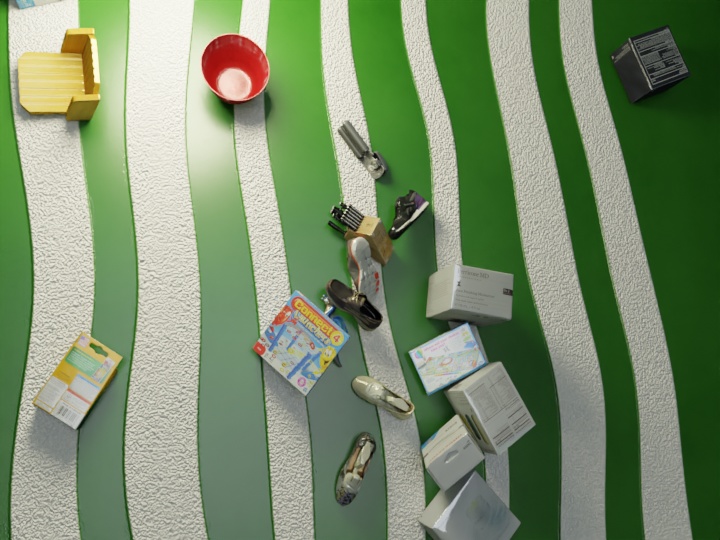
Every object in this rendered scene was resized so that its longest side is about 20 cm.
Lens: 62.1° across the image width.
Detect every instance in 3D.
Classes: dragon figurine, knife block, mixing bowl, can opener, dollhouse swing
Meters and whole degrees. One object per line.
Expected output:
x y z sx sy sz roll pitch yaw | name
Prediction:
-0.072 0.166 1.701 0.098 0.059 0.204 -29 86 -18 | dragon figurine
-0.007 -0.112 1.779 0.171 0.202 0.065 14 60 35 | knife block
-0.367 -0.565 1.740 0.193 0.108 0.208 3 77 -15 | mixing bowl
0.011 -0.374 1.847 0.202 0.053 0.067 54 39 0 | can opener
-0.804 -0.526 1.588 0.171 0.180 0.208 -1 79 -36 | dollhouse swing

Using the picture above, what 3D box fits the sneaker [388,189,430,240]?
0.125 -0.171 1.809 0.087 0.076 0.200 43 49 3 | sneaker

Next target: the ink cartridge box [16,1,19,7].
-0.872 -0.843 1.635 0.195 0.146 0.151 -21 84 -18 | ink cartridge box

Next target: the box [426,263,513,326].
0.317 0.077 1.753 0.192 0.200 0.136 9 77 -13 | box

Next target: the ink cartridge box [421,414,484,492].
0.247 0.494 1.630 0.144 0.200 0.084 -39 89 2 | ink cartridge box

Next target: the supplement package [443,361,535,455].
0.369 0.396 1.728 0.148 0.152 0.204 -30 88 -18 | supplement package

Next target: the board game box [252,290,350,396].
-0.160 0.196 1.631 0.198 0.056 0.198 38 89 4 | board game box

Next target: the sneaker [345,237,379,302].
0.000 0.000 1.755 0.075 0.081 0.207 -16 105 -33 | sneaker

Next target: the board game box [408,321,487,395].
0.255 0.258 1.756 0.195 0.034 0.138 -26 86 -1 | board game box

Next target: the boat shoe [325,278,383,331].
-0.011 0.087 1.688 0.198 0.073 0.076 39 50 -17 | boat shoe

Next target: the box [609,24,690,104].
1.044 -0.741 2.160 0.195 0.123 0.204 -21 84 -16 | box

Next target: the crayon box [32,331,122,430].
-0.706 0.277 1.507 0.124 0.052 0.204 32 73 -7 | crayon box

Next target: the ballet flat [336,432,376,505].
-0.012 0.543 1.638 0.070 0.072 0.205 27 73 -8 | ballet flat

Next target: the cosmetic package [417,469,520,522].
0.301 0.699 1.666 0.200 0.123 0.199 46 71 -1 | cosmetic package

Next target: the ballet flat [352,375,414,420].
0.069 0.358 1.698 0.196 0.069 0.071 30 73 -8 | ballet flat
